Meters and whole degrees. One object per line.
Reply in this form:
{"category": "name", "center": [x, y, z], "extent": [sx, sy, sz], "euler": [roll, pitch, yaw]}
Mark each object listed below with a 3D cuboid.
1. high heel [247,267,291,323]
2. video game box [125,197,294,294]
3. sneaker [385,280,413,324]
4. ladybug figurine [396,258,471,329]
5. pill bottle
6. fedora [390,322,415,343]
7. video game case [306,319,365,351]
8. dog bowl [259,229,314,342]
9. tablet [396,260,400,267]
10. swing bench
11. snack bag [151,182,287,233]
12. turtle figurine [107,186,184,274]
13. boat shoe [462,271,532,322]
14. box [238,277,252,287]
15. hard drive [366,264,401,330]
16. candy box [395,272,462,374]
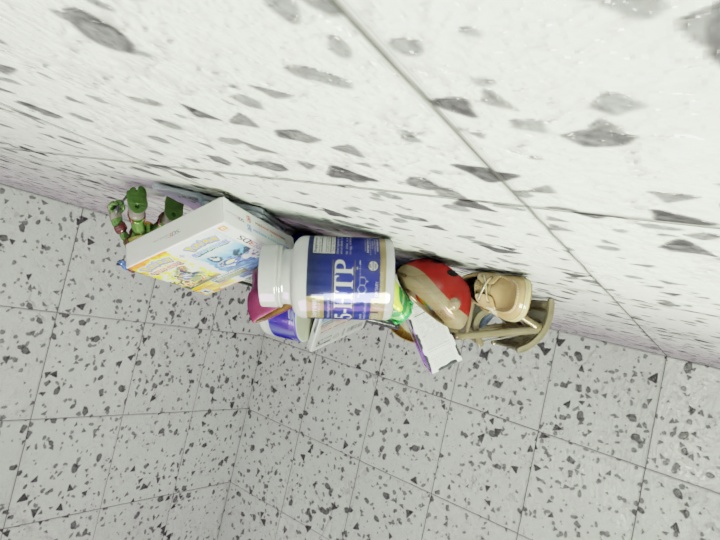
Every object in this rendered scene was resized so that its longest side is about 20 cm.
{"category": "high heel", "center": [-0.085, 0.049, 0.888], "extent": [0.194, 0.098, 0.068], "euler": [9, 141, -18]}
{"category": "video game box", "center": [-0.230, -0.029, 0.858], "extent": [0.195, 0.048, 0.181], "euler": [-21, 154, 22]}
{"category": "sneaker", "center": [0.047, 0.057, 0.971], "extent": [0.084, 0.074, 0.200], "euler": [50, 180, -5]}
{"category": "ladybug figurine", "center": [0.130, 0.032, 0.929], "extent": [0.136, 0.072, 0.200], "euler": [45, 176, -19]}
{"category": "pill bottle", "center": [-0.049, 0.011, 0.813], "extent": [0.193, 0.124, 0.120], "euler": [1, 177, -2]}
{"category": "fedora", "center": [0.144, 0.076, 1.333], "extent": [0.195, 0.204, 0.083], "euler": [13, 142, 15]}
{"category": "video game case", "center": [-0.025, 0.062, 1.044], "extent": [0.141, 0.203, 0.018], "euler": [-20, -126, -37]}
{"category": "dog bowl", "center": [-0.120, 0.030, 1.049], "extent": [0.076, 0.207, 0.200], "euler": [12, 177, 13]}
{"category": "tablet", "center": [0.000, 0.000, 1.085], "extent": [0.128, 0.014, 0.199], "euler": [-29, 164, 14]}
{"category": "swing bench", "center": [0.290, 0.104, 1.194], "extent": [0.194, 0.134, 0.199], "euler": [13, 177, 0]}
{"category": "snack bag", "center": [-0.233, -0.101, 0.927], "extent": [0.194, 0.022, 0.189], "euler": [14, 177, 5]}
{"category": "turtle figurine", "center": [-0.404, -0.111, 1.051], "extent": [0.143, 0.202, 0.193], "euler": [42, 146, -11]}
{"category": "boat shoe", "center": [0.214, 0.038, 0.889], "extent": [0.063, 0.074, 0.200], "euler": [13, 179, -9]}
{"category": "box", "center": [-0.205, -0.028, 1.141], "extent": [0.144, 0.128, 0.199], "euler": [14, 178, 19]}
{"category": "hard drive", "center": [0.006, 0.039, 1.213], "extent": [0.194, 0.144, 0.033], "euler": [14, 179, -10]}
{"category": "candy box", "center": [0.126, 0.094, 1.118], "extent": [0.070, 0.205, 0.168], "euler": [-24, 176, 0]}
